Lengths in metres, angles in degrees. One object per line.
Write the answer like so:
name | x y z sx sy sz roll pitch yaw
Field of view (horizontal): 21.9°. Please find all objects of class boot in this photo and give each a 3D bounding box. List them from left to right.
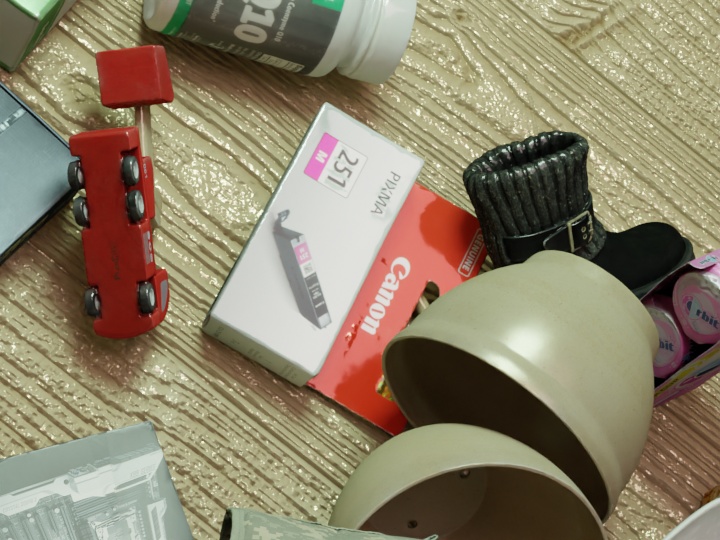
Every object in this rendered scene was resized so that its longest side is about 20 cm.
boot | 0.179 -0.041 1.479 0.211 0.079 0.159 -25 109 -37

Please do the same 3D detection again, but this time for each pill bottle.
pill bottle | -0.064 -0.220 1.481 0.199 0.113 0.114 14 59 -19

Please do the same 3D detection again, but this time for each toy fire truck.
toy fire truck | -0.168 -0.060 1.355 0.048 0.141 0.201 -5 99 9

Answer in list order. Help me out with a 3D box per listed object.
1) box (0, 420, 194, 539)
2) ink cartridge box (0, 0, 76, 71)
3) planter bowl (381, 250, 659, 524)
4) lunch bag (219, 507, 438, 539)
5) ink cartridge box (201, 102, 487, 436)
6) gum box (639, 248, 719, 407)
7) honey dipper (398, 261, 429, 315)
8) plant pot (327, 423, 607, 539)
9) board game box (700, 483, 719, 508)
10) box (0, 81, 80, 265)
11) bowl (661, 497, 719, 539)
box | -0.178 0.212 1.188 0.157 0.050 0.201 -13 68 -23
ink cartridge box | -0.261 -0.275 1.430 0.145 0.088 0.200 36 56 -5
planter bowl | 0.135 0.073 1.352 0.200 0.200 0.135 42 66 0
lunch bag | -0.013 0.235 1.123 0.163 0.118 0.200 10 37 -6
ink cartridge box | 0.000 0.000 1.411 0.173 0.044 0.201 29 68 -6
gum box | 0.260 0.043 1.444 0.113 0.200 0.066 -19 73 -34
honey dipper | 0.028 -0.004 1.461 0.038 0.038 0.201 -21 78 -33
plant pot | 0.060 0.186 1.298 0.199 0.201 0.135 14 22 -19
board game box | 0.314 0.283 1.437 0.151 0.046 0.201 30 56 -8
box | -0.311 -0.059 1.311 0.158 0.051 0.200 43 54 -1
bowl | 0.260 0.288 1.336 0.199 0.075 0.200 -36 83 -34
